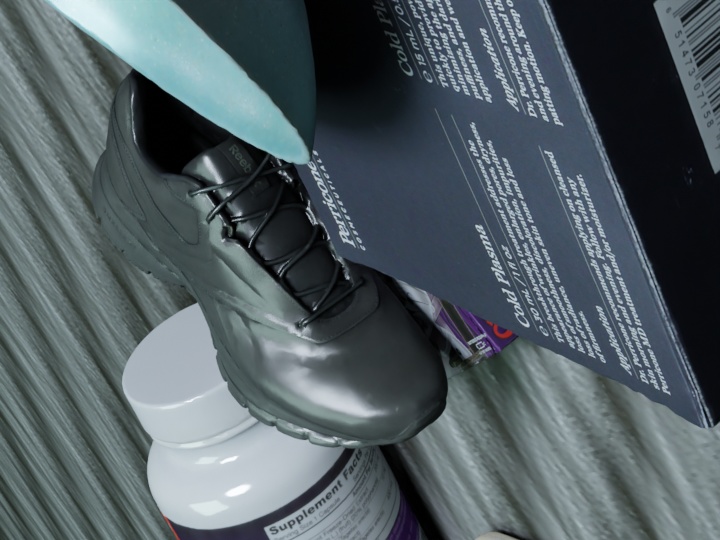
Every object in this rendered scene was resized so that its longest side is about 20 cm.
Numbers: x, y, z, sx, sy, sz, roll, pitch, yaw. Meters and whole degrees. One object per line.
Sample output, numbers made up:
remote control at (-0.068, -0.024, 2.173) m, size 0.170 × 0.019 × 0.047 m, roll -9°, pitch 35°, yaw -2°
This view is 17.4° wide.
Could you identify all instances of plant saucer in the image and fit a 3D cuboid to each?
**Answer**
plant saucer at (-0.082, -0.104, 0.639) m, size 0.200 × 0.036 × 0.200 m, roll 38°, pitch 175°, yaw 4°

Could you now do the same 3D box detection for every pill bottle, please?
pill bottle at (-0.039, 0.114, 1.181) m, size 0.111 × 0.111 × 0.201 m, roll 22°, pitch 145°, yaw 53°

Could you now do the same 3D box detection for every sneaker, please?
sneaker at (-0.042, -0.008, 0.963) m, size 0.200 × 0.076 × 0.091 m, roll 41°, pitch 151°, yaw 21°

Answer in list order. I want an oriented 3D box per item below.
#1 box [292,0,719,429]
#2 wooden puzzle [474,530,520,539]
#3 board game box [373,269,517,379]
box at (0.044, -0.085, 0.668) m, size 0.182 × 0.104 × 0.201 m, roll 24°, pitch 147°, yaw 50°
wooden puzzle at (0.142, 0.218, 1.098) m, size 0.185 × 0.037 × 0.201 m, roll 12°, pitch 133°, yaw 60°
board game box at (0.000, 0.000, 1.024) m, size 0.120 × 0.032 × 0.200 m, roll 55°, pitch 160°, yaw 1°
